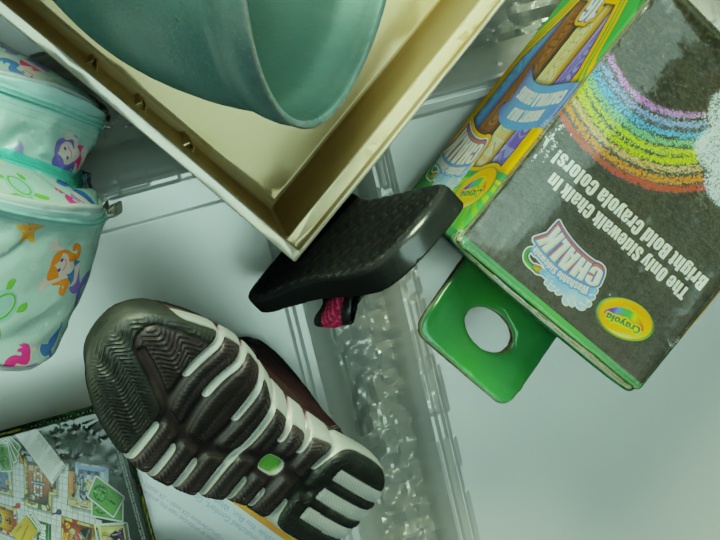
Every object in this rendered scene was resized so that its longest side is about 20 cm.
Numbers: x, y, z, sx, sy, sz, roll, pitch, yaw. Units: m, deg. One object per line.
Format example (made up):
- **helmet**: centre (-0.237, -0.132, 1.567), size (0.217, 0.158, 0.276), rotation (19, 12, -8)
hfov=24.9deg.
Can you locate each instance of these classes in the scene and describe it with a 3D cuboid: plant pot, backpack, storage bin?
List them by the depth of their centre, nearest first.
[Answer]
- **plant pot**: centre (-0.071, -0.166, 0.655), size (0.133, 0.200, 0.203), rotation (9, 100, 15)
- **backpack**: centre (-0.198, -0.035, 0.730), size (0.176, 0.200, 0.152), rotation (20, 101, -12)
- **storage bin**: centre (-0.049, -0.151, 0.792), size (0.200, 0.094, 0.199), rotation (39, 93, -13)

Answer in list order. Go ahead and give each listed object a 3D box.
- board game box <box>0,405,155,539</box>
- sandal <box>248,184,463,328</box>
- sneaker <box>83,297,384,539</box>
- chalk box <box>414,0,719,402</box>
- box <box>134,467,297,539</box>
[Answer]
- **board game box**: centre (-0.148, 0.174, 0.835), size (0.104, 0.023, 0.202), rotation (-14, 103, -7)
- **sandal**: centre (0.000, 0.000, 0.774), size (0.045, 0.200, 0.075), rotation (44, 74, -15)
- **sneaker**: centre (-0.079, 0.058, 0.808), size (0.076, 0.116, 0.200), rotation (-44, 132, 2)
- **chalk box**: centre (0.111, -0.031, 0.819), size (0.125, 0.124, 0.200), rotation (39, 94, -15)
- **box**: centre (-0.128, 0.174, 0.870), size (0.119, 0.041, 0.201), rotation (37, 95, -14)
